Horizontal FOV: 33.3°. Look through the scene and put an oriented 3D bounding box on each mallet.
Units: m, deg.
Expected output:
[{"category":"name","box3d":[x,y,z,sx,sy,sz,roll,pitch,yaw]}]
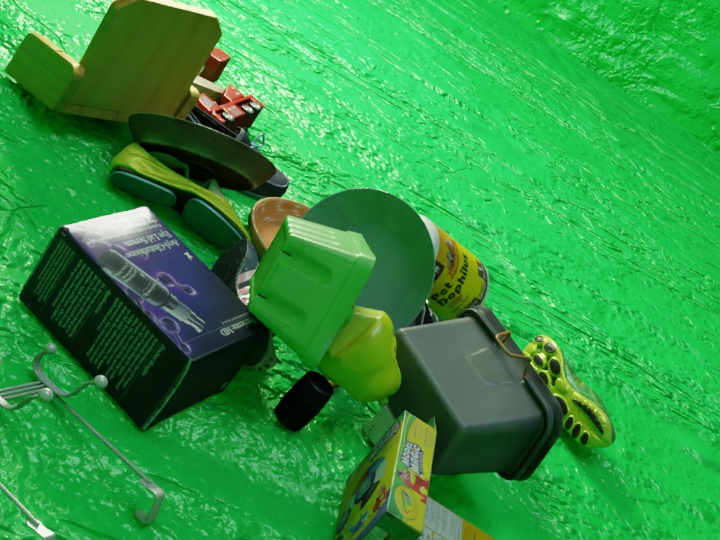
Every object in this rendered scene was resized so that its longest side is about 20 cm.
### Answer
[{"category":"mallet","box3d":[-0.042,0.140,1.394,0.041,0.066,0.200,45,12,9]}]

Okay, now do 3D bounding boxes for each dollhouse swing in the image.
[{"category":"dollhouse swing","box3d":[-0.309,-0.289,1.540,0.200,0.176,0.182,2,27,-48]}]

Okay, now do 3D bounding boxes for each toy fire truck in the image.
[{"category":"toy fire truck","box3d":[-0.221,-0.263,1.796,0.141,0.049,0.200,40,27,6]}]

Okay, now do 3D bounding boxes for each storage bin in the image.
[{"category":"storage bin","box3d":[0.116,0.138,1.372,0.134,0.146,0.200,-2,44,-37]}]

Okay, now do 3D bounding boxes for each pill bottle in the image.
[{"category":"pill bottle","box3d":[0.086,-0.007,1.645,0.200,0.109,0.109,34,21,-46]}]

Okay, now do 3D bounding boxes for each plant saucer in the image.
[{"category":"plant saucer","box3d":[0.000,0.000,1.484,0.201,0.201,0.039,48,5,21]},{"category":"plant saucer","box3d":[-0.068,-0.018,1.606,0.200,0.037,0.200,30,27,-17]},{"category":"plant saucer","box3d":[-0.207,-0.146,1.538,0.199,0.035,0.200,19,-10,3]}]

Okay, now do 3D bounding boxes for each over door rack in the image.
[{"category":"over door rack","box3d":[-0.272,0.147,1.053,0.200,0.067,0.148,48,29,20]}]

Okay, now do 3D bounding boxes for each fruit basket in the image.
[{"category":"fruit basket","box3d":[-0.020,0.045,1.311,0.215,0.156,0.216,30,6,-4]}]

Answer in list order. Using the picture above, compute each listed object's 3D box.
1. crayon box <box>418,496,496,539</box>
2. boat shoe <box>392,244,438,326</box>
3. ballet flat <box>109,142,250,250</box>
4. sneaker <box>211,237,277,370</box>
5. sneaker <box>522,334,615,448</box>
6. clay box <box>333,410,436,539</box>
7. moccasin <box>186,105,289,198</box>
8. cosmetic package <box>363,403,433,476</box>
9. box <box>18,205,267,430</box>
[{"category":"crayon box","box3d":[0.108,0.324,1.257,0.200,0.052,0.126,33,27,-8]},{"category":"boat shoe","box3d":[0.060,0.046,1.534,0.074,0.201,0.093,5,-10,45]},{"category":"ballet flat","box3d":[-0.216,-0.097,1.505,0.199,0.067,0.067,29,54,-10]},{"category":"sneaker","box3d":[-0.134,0.042,1.412,0.082,0.070,0.200,43,24,-28]},{"category":"sneaker","box3d":[0.294,0.179,1.718,0.084,0.074,0.200,37,18,-53]},{"category":"clay box","box3d":[0.024,0.230,1.232,0.048,0.115,0.200,33,26,-9]},{"category":"moccasin","box3d":[-0.181,-0.166,1.668,0.199,0.068,0.081,27,28,-20]},{"category":"cosmetic package","box3d":[0.099,0.199,1.448,0.200,0.051,0.083,1,41,-51]},{"category":"box","box3d":[-0.222,0.044,1.239,0.200,0.104,0.148,43,26,12]}]
